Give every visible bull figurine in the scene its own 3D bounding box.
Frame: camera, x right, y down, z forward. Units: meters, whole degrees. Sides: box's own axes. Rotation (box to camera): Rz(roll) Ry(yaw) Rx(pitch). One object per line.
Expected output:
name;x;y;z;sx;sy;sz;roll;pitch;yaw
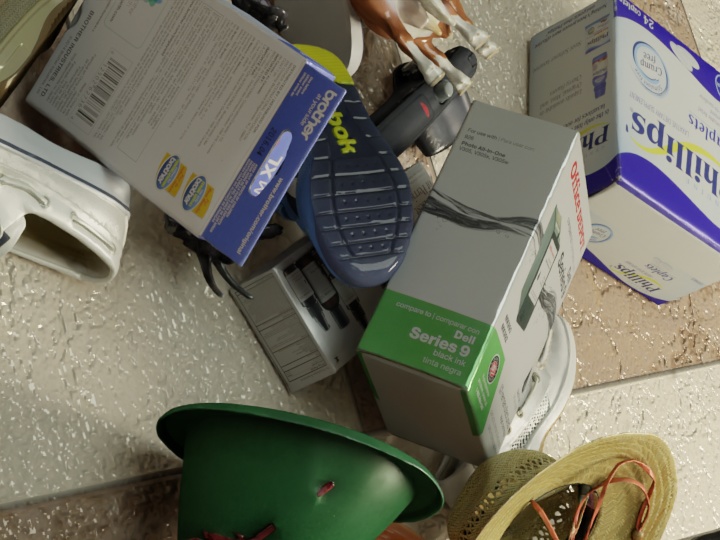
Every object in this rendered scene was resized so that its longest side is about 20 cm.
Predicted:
bull figurine;0.042;-0.190;1.160;0.122;0.065;0.200;47;17;7

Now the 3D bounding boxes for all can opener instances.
can opener;0.034;-0.113;1.209;0.079;0.063;0.200;54;41;-6

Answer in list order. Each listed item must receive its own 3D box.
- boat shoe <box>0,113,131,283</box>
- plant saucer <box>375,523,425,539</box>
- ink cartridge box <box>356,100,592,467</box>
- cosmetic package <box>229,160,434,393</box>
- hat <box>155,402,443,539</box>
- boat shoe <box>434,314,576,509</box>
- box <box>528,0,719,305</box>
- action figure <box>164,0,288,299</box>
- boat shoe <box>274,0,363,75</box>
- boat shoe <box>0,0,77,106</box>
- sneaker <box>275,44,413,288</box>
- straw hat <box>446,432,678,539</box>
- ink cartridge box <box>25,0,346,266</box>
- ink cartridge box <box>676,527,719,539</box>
boat shoe;-0.212;-0.032;0.901;0.201;0.074;0.087;26;56;-49
plant saucer;0.004;0.255;1.011;0.199;0.037;0.202;23;56;-38
ink cartridge box;0.083;0.010;1.090;0.201;0.083;0.146;-64;159;-21
cosmetic package;0.000;0.000;1.125;0.200;0.050;0.083;-39;101;-49
hat;-0.067;0.185;0.903;0.166;0.198;0.178;64;37;-58
boat shoe;0.104;0.093;1.174;0.069;0.070;0.201;45;45;-24
box;0.241;-0.104;1.400;0.183;0.104;0.202;28;52;-35
action figure;-0.100;-0.084;1.024;0.118;0.101;0.202;6;86;-54
boat shoe;-0.034;-0.235;1.197;0.065;0.072;0.202;-9;72;-49
boat shoe;-0.209;-0.162;0.964;0.065;0.072;0.201;34;42;-11
sneaker;-0.022;-0.059;1.071;0.073;0.083;0.201;0;49;-24
straw hat;0.109;0.167;1.067;0.200;0.202;0.085;11;22;-44
ink cartridge box;-0.098;-0.099;0.939;0.199;0.120;0.042;37;8;31
ink cartridge box;0.282;0.266;1.180;0.083;0.199;0.146;-21;86;-50
